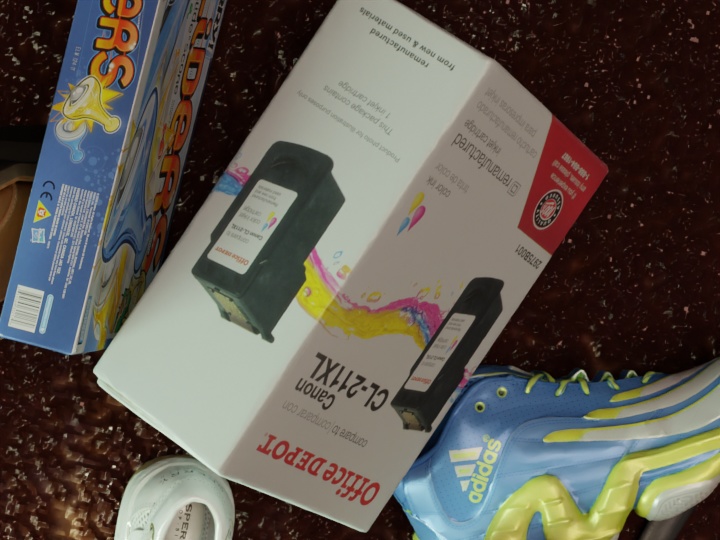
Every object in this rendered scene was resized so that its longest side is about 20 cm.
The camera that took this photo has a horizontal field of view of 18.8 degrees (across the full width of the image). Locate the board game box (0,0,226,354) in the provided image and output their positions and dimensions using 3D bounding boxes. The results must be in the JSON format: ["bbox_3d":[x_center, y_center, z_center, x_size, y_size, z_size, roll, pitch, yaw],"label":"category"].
[{"bbox_3d":[-0.097,-0.068,0.915,0.034,0.135,0.202,14,92,6],"label":"board game box"}]

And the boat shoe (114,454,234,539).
[{"bbox_3d":[-0.091,0.188,0.988,0.070,0.069,0.202,2,97,-11],"label":"boat shoe"}]

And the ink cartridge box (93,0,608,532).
[{"bbox_3d":[0.000,0.000,0.935,0.083,0.146,0.201,34,91,30],"label":"ink cartridge box"}]

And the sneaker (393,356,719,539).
[{"bbox_3d":[0.098,0.072,0.995,0.199,0.076,0.105,-36,98,5],"label":"sneaker"}]

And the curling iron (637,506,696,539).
[{"bbox_3d":[0.186,0.069,1.039,0.049,0.026,0.201,35,91,-9],"label":"curling iron"}]

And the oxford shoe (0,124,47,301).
[{"bbox_3d":[-0.169,-0.014,0.895,0.071,0.200,0.072,8,103,25],"label":"oxford shoe"}]
